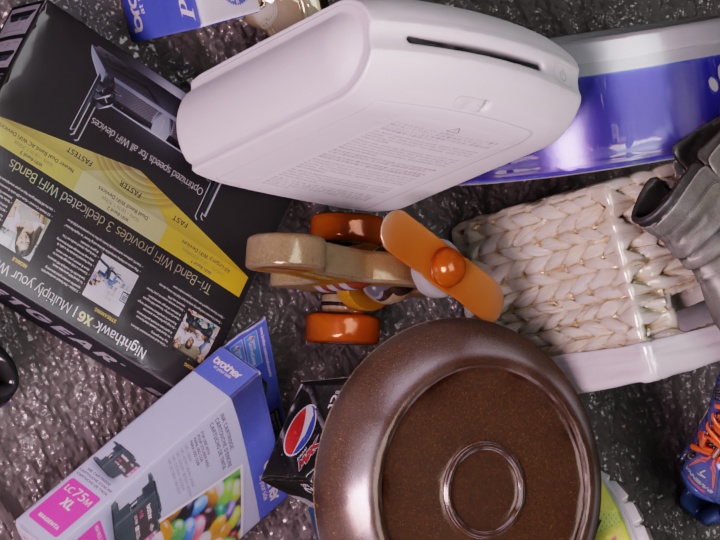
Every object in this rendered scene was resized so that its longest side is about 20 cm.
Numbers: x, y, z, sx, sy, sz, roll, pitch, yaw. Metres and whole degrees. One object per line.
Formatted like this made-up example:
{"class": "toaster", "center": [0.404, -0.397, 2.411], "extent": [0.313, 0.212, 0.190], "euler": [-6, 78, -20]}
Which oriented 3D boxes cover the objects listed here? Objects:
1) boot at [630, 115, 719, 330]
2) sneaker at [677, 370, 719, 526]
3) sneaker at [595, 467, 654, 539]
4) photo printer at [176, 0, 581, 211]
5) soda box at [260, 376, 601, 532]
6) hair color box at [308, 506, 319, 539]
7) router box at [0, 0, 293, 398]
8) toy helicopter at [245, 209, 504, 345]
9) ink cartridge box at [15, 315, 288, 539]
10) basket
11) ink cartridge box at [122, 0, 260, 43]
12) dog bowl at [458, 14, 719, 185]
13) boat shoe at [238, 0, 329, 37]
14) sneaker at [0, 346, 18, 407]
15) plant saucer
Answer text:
{"class": "boot", "center": [0.254, -0.045, 1.691], "extent": [0.200, 0.068, 0.131], "euler": [-41, 102, -34]}
{"class": "sneaker", "center": [0.245, 0.116, 1.842], "extent": [0.078, 0.200, 0.075], "euler": [-38, 65, -13]}
{"class": "sneaker", "center": [0.143, 0.217, 1.773], "extent": [0.090, 0.078, 0.201], "euler": [-12, 76, -8]}
{"class": "photo printer", "center": [0.015, -0.096, 1.638], "extent": [0.166, 0.200, 0.070], "euler": [10, 71, -35]}
{"class": "soda box", "center": [0.044, 0.138, 1.710], "extent": [0.199, 0.063, 0.071], "euler": [30, 73, -25]}
{"class": "hair color box", "center": [0.046, 0.226, 1.779], "extent": [0.100, 0.060, 0.201], "euler": [-19, 97, -30]}
{"class": "router box", "center": [-0.150, -0.039, 1.678], "extent": [0.200, 0.052, 0.158], "euler": [34, 72, -25]}
{"class": "toy helicopter", "center": [0.000, 0.000, 1.684], "extent": [0.200, 0.132, 0.079], "euler": [13, 80, -64]}
{"class": "ink cartridge box", "center": [-0.108, 0.129, 1.672], "extent": [0.200, 0.042, 0.120], "euler": [-43, 145, -27]}
{"class": "basket", "center": [0.160, 0.005, 1.780], "extent": [0.135, 0.200, 0.124], "euler": [-15, 90, -31]}
{"class": "ink cartridge box", "center": [-0.122, -0.239, 1.678], "extent": [0.044, 0.094, 0.201], "euler": [-19, 98, -30]}
{"class": "dog bowl", "center": [0.142, -0.106, 1.768], "extent": [0.199, 0.200, 0.079], "euler": [-12, 96, -30]}
{"class": "boat shoe", "center": [-0.061, -0.183, 1.734], "extent": [0.065, 0.072, 0.201], "euler": [-15, 111, 6]}
{"class": "sneaker", "center": [-0.277, 0.021, 1.580], "extent": [0.199, 0.087, 0.076], "euler": [26, 76, -27]}
{"class": "plant saucer", "center": [0.066, 0.128, 1.670], "extent": [0.199, 0.032, 0.202], "euler": [1, 89, -31]}
